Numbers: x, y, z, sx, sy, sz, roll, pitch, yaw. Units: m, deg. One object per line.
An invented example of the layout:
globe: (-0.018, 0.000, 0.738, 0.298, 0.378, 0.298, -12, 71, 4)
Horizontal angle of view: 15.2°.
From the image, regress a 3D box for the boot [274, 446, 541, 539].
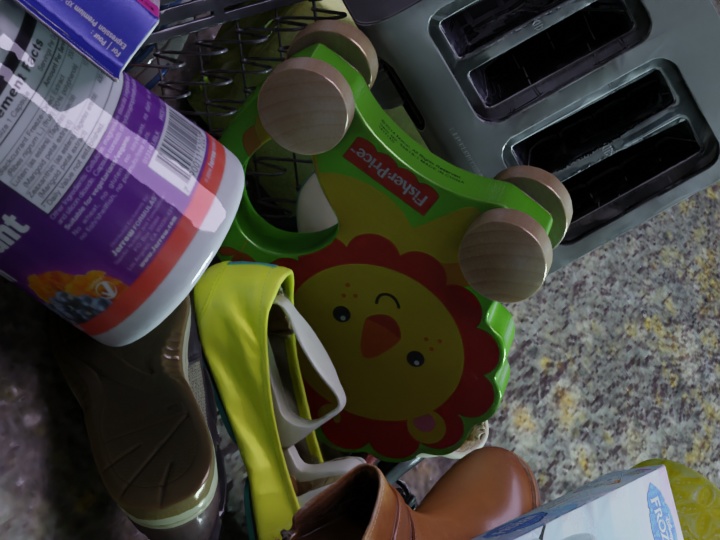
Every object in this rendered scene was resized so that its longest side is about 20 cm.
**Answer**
boot: (0.022, 0.137, 1.346, 0.201, 0.073, 0.155, -60, 148, -29)

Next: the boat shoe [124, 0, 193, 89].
boat shoe: (-0.125, -0.179, 1.533, 0.072, 0.072, 0.200, 48, 26, -25)

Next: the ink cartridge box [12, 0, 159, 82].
ink cartridge box: (-0.140, -0.142, 1.274, 0.095, 0.037, 0.200, 39, 9, -11)

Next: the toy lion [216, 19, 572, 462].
toy lion: (0.000, 0.000, 1.387, 0.200, 0.192, 0.069, 37, 32, -6)

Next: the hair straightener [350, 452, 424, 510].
hair straightener: (0.026, 0.123, 1.546, 0.077, 0.041, 0.200, 56, 24, -11)

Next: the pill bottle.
pill bottle: (-0.162, -0.062, 1.253, 0.200, 0.111, 0.112, 36, 31, -20)

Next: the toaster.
toaster: (0.108, -0.116, 1.424, 0.181, 0.199, 0.119, 58, 8, -26)

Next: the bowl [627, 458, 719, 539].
bowl: (0.170, 0.225, 1.621, 0.107, 0.200, 0.201, -22, 82, -24)

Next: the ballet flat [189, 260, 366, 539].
ballet flat: (-0.034, 0.090, 1.369, 0.067, 0.067, 0.201, -38, 113, -71)

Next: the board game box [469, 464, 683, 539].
board game box: (0.117, 0.219, 1.372, 0.199, 0.043, 0.201, -16, 92, -54)

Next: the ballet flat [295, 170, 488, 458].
ballet flat: (0.024, 0.028, 1.463, 0.070, 0.069, 0.201, -89, 161, -50)

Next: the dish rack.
dish rack: (-0.059, -0.087, 1.445, 0.153, 0.054, 0.201, -21, 111, -37)

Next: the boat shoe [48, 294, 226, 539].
boat shoe: (-0.107, 0.064, 1.314, 0.201, 0.071, 0.066, -111, -172, -49)

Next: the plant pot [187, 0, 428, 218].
plant pot: (0.006, -0.091, 1.590, 0.184, 0.200, 0.201, 40, 29, -18)
